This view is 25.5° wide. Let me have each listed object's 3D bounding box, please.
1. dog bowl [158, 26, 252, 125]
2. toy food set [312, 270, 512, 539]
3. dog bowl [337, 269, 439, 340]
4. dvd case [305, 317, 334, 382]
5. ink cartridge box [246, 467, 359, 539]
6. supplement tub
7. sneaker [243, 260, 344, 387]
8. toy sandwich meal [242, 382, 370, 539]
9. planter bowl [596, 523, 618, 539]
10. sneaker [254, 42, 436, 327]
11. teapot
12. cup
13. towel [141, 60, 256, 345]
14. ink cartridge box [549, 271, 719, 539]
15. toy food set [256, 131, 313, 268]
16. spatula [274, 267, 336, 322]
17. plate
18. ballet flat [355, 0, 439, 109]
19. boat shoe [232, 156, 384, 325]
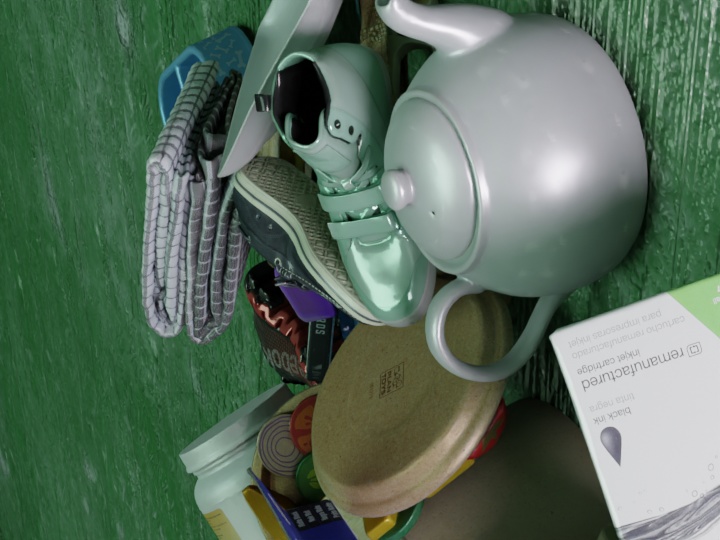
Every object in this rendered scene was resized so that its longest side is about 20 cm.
[{"bbox_3d":[-0.151,-0.169,1.585,0.200,0.049,0.113,-21,86,67],"label":"dog bowl"},{"bbox_3d":[0.037,0.090,1.157,0.198,0.049,0.201,-41,35,21],"label":"toy food set"},{"bbox_3d":[0.030,0.015,1.317,0.112,0.049,0.201,53,150,40],"label":"dog bowl"},{"bbox_3d":[-0.028,-0.028,1.369,0.151,0.024,0.201,-88,3,-48],"label":"dvd case"},{"bbox_3d":[0.011,0.228,1.037,0.201,0.040,0.200,60,173,-22],"label":"ink cartridge box"},{"bbox_3d":[-0.067,0.222,1.498,0.201,0.144,0.144,57,156,-3],"label":"supplement tub"},{"bbox_3d":[-0.041,0.076,1.493,0.201,0.070,0.099,47,152,40],"label":"sneaker"},{"bbox_3d":[-0.009,0.194,1.370,0.070,0.203,0.207,-8,-100,-75],"label":"toy sandwich meal"},{"bbox_3d":[0.184,0.240,0.978,0.200,0.199,0.136,31,105,57],"label":"planter bowl"},{"bbox_3d":[-0.013,-0.055,1.082,0.073,0.118,0.203,-14,88,28],"label":"sneaker"},{"bbox_3d":[0.081,-0.062,1.034,0.201,0.145,0.198,60,154,26],"label":"teapot"},{"bbox_3d":[0.093,0.212,1.187,0.200,0.142,0.202,46,144,48],"label":"cup"},{"bbox_3d":[-0.129,-0.060,1.391,0.166,0.085,0.202,-76,-4,-52],"label":"towel"},{"bbox_3d":[0.206,0.103,0.849,0.084,0.144,0.202,-4,-106,-69],"label":"ink cartridge box"},{"bbox_3d":[-0.062,-0.095,1.384,0.198,0.048,0.202,-88,2,-73],"label":"toy food set"},{"bbox_3d":[0.000,0.000,1.250,0.199,0.021,0.057,-21,108,43],"label":"spatula"},{"bbox_3d":[-0.048,-0.194,1.233,0.201,0.032,0.201,-79,16,-45],"label":"plate"},{"bbox_3d":[0.028,-0.174,1.178,0.070,0.065,0.203,26,-117,-69],"label":"ballet flat"},{"bbox_3d":[-0.033,-0.013,1.211,0.200,0.074,0.063,42,133,38],"label":"boat shoe"}]
